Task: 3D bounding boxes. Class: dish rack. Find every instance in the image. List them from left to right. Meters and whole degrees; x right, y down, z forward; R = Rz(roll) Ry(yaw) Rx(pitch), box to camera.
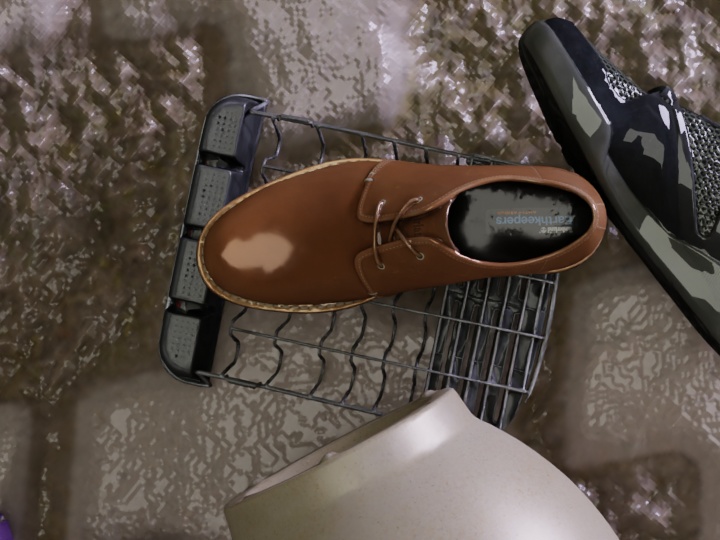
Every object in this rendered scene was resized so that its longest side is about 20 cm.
[{"bbox_3d":[0.000,0.000,0.775,0.197,0.055,0.155,12,91,4],"label":"dish rack"}]

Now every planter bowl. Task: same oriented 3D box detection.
[{"bbox_3d":[0.019,0.137,0.689,0.198,0.200,0.136,-27,89,4],"label":"planter bowl"}]

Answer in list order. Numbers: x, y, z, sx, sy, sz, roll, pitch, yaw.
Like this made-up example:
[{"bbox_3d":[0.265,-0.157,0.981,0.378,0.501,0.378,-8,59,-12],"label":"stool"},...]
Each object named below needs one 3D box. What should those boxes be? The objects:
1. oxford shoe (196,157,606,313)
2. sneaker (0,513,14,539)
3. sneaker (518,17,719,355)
[{"bbox_3d":[0.017,-0.021,0.714,0.197,0.071,0.072,-8,90,5],"label":"oxford shoe"},{"bbox_3d":[-0.203,0.165,0.780,0.200,0.081,0.089,40,84,7],"label":"sneaker"},{"bbox_3d":[0.167,-0.060,0.750,0.114,0.076,0.200,-40,88,1],"label":"sneaker"}]
